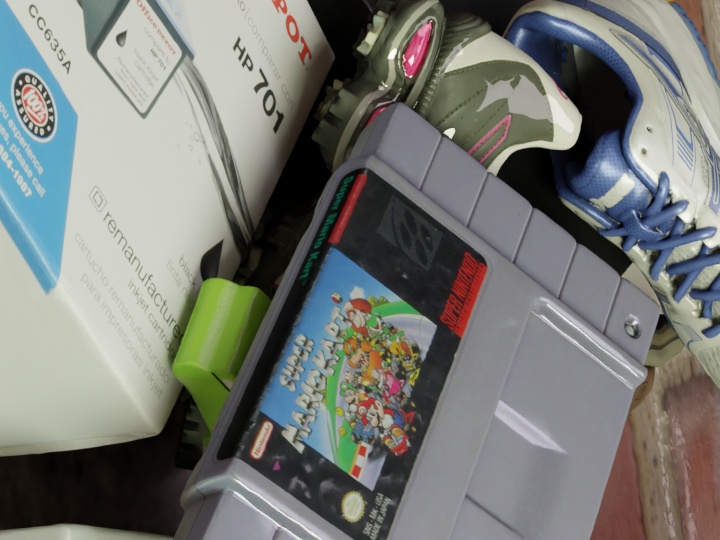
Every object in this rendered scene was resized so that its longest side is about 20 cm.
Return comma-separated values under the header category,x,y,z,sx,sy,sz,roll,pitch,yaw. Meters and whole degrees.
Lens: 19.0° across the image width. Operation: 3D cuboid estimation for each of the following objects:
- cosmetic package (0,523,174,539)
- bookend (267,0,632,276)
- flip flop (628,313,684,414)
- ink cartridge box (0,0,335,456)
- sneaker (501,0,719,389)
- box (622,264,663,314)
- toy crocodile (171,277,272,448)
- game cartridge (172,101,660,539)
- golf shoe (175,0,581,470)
category,x,y,z,sx,sy,sz,roll,pitch,yaw
cosmetic package,-0.066,0.145,0.726,0.200,0.071,0.102,19,65,-59
bookend,0.047,-0.064,0.908,0.199,0.092,0.200,54,33,-5
flip flop,0.097,0.048,0.983,0.200,0.081,0.058,-6,104,-66
ink cartridge box,-0.098,-0.061,0.717,0.147,0.086,0.200,61,36,-34
sneaker,0.115,-0.019,0.819,0.088,0.075,0.200,-6,60,-48
box,0.128,-0.056,1.141,0.082,0.068,0.201,39,48,-50
toy crocodile,-0.002,0.075,0.738,0.200,0.062,0.068,46,46,-39
game cartridge,0.022,0.051,0.681,0.130,0.038,0.200,40,49,-20
golf shoe,0.000,0.000,0.781,0.088,0.200,0.077,29,15,-8
